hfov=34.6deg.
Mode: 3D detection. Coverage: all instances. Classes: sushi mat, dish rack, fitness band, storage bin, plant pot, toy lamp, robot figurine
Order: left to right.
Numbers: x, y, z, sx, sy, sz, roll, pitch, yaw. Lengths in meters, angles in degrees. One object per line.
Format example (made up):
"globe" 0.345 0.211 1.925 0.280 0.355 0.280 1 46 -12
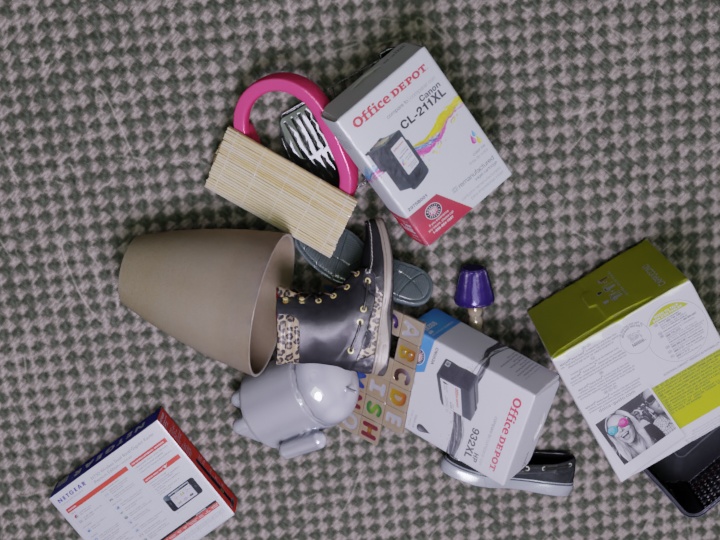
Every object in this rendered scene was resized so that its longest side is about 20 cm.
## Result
"plant pot" -0.206 0.021 1.503 0.197 0.187 0.190 14 105 8
"sushi mat" -0.105 -0.101 1.498 0.198 0.012 0.096 30 123 5
"fitness band" -0.084 -0.155 1.487 0.142 0.037 0.202 -15 110 30
"robot figurine" -0.083 0.166 1.550 0.198 0.172 0.112 -26 149 29
"dish rack" -0.001 -0.181 1.505 0.198 0.055 0.155 -28 104 6
"toy lamp" 0.158 0.093 1.584 0.057 0.058 0.203 -5 105 -1
"storage bin" 0.484 0.226 1.614 0.200 0.094 0.135 -42 103 10

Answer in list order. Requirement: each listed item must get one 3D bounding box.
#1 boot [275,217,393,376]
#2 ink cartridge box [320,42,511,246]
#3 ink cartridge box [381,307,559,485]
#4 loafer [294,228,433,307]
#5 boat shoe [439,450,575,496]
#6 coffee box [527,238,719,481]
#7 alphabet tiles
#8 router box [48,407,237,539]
"boot" -0.034 0.032 1.477 0.148 0.073 0.203 1 89 -4
"ink cartridge box" 0.068 -0.157 1.431 0.145 0.083 0.201 -40 110 -3
"ink cartridge box" 0.143 0.165 1.532 0.198 0.083 0.147 28 118 24
"loafer" 0.000 0.000 1.551 0.198 0.063 0.073 26 74 0
"boat shoe" 0.210 0.273 1.635 0.197 0.069 0.057 10 102 -11
"coffee box" 0.361 0.110 1.521 0.198 0.200 0.199 -31 104 7
"alphabet tiles" 0.000 0.130 1.564 0.166 0.008 0.203 23 116 27
"router box" -0.305 0.324 1.637 0.199 0.049 0.180 -35 104 7
